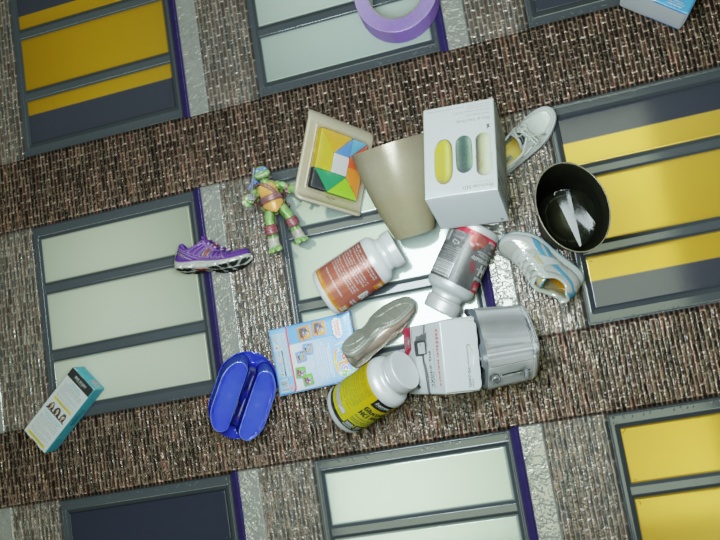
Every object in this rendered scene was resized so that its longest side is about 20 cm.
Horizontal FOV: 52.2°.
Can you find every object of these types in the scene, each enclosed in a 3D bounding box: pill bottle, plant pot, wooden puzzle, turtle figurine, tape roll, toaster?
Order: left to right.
[{"bbox_3d":[-0.187,-0.148,1.662,0.198,0.143,0.198,-14,97,43],"label":"turtle figurine"},{"bbox_3d":[-0.054,-0.240,1.649,0.037,0.182,0.205,0,79,53],"label":"wooden puzzle"},{"bbox_3d":[0.000,0.000,1.635,0.198,0.112,0.114,-33,79,7],"label":"pill bottle"},{"bbox_3d":[0.028,0.256,1.567,0.199,0.112,0.114,-39,76,34],"label":"pill bottle"},{"bbox_3d":[0.085,-0.639,1.706,0.195,0.066,0.206,-1,85,12],"label":"tape roll"},{"bbox_3d":[0.096,-0.178,1.613,0.183,0.187,0.205,-16,95,10],"label":"plant pot"},{"bbox_3d":[0.213,-0.003,1.591,0.109,0.111,0.204,24,90,13],"label":"pill bottle"},{"bbox_3d":[0.295,0.151,1.535,0.126,0.116,0.202,-6,38,-1],"label":"toaster"}]

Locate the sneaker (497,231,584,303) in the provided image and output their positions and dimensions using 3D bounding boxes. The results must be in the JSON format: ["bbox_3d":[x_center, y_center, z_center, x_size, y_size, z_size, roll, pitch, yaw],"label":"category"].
[{"bbox_3d":[0.377,-0.010,1.562,0.198,0.077,0.081,33,48,14],"label":"sneaker"}]

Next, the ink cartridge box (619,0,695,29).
[{"bbox_3d":[0.669,-0.648,1.572,0.144,0.086,0.203,27,89,13],"label":"ink cartridge box"}]

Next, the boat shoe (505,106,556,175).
[{"bbox_3d":[0.350,-0.285,1.603,0.201,0.086,0.075,-43,78,5],"label":"boat shoe"}]

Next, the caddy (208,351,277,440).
[{"bbox_3d":[-0.267,0.287,1.670,0.139,0.105,0.204,20,88,-11],"label":"caddy"}]

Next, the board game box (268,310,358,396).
[{"bbox_3d":[-0.102,0.190,1.676,0.195,0.037,0.155,-13,82,11],"label":"board game box"}]

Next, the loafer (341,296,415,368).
[{"bbox_3d":[0.045,0.137,1.636,0.198,0.064,0.072,-37,38,-13],"label":"loafer"}]

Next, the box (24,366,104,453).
[{"bbox_3d":[-0.720,0.337,1.786,0.082,0.049,0.201,40,93,12],"label":"box"}]

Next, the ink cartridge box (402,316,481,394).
[{"bbox_3d":[0.166,0.181,1.532,0.081,0.200,0.149,-3,82,-19],"label":"ink cartridge box"}]

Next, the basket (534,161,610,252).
[{"bbox_3d":[0.426,-0.113,1.511,0.134,0.200,0.184,-25,81,7],"label":"basket"}]

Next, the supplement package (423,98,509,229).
[{"bbox_3d":[0.218,-0.214,1.507,0.148,0.151,0.205,-6,68,18],"label":"supplement package"}]

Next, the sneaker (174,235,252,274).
[{"bbox_3d":[-0.350,-0.041,1.733,0.195,0.081,0.086,-2,78,12],"label":"sneaker"}]
